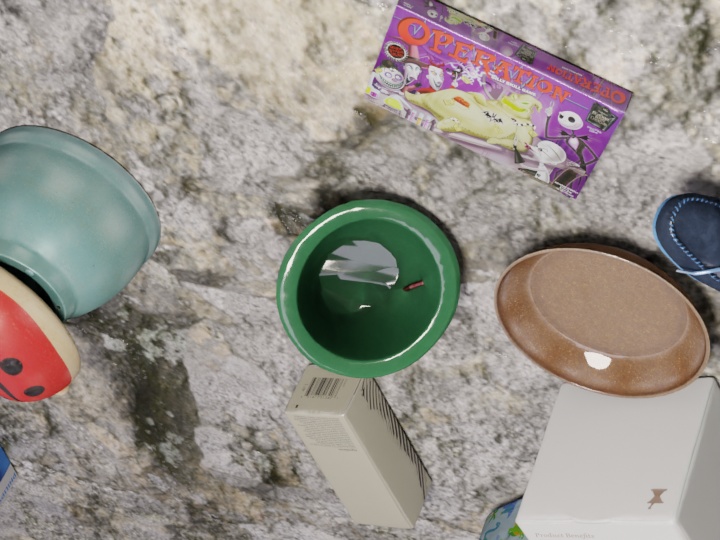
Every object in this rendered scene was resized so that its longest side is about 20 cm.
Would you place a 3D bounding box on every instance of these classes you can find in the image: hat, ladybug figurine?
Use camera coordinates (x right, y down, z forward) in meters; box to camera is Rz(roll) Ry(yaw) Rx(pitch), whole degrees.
[{"bbox_3d":[0.000,0.000,1.592,0.165,0.176,0.200,37,105,-12],"label":"hat"},{"bbox_3d":[-0.357,0.062,1.614,0.135,0.072,0.200,-17,127,44],"label":"ladybug figurine"}]

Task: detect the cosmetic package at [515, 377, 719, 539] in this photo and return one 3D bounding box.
[{"bbox_3d":[0.279,0.229,1.575,0.166,0.167,0.200,-5,135,36],"label":"cosmetic package"}]

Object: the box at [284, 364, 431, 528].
[{"bbox_3d":[0.000,0.191,1.785,0.082,0.069,0.201,2,138,31],"label":"box"}]

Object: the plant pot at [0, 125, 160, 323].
[{"bbox_3d":[-0.319,-0.026,1.658,0.199,0.135,0.201,17,143,13],"label":"plant pot"}]

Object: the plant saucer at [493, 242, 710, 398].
[{"bbox_3d":[0.219,0.038,1.485,0.199,0.037,0.201,17,142,13],"label":"plant saucer"}]

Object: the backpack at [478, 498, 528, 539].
[{"bbox_3d":[0.217,0.345,1.775,0.200,0.147,0.183,38,141,-11],"label":"backpack"}]

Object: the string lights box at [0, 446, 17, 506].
[{"bbox_3d":[-0.534,0.224,2.168,0.102,0.059,0.201,9,141,21],"label":"string lights box"}]

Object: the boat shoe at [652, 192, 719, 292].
[{"bbox_3d":[0.329,-0.007,1.324,0.199,0.085,0.069,23,179,-17],"label":"boat shoe"}]

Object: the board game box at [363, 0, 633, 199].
[{"bbox_3d":[0.107,-0.141,1.341,0.199,0.032,0.120,25,140,2],"label":"board game box"}]
